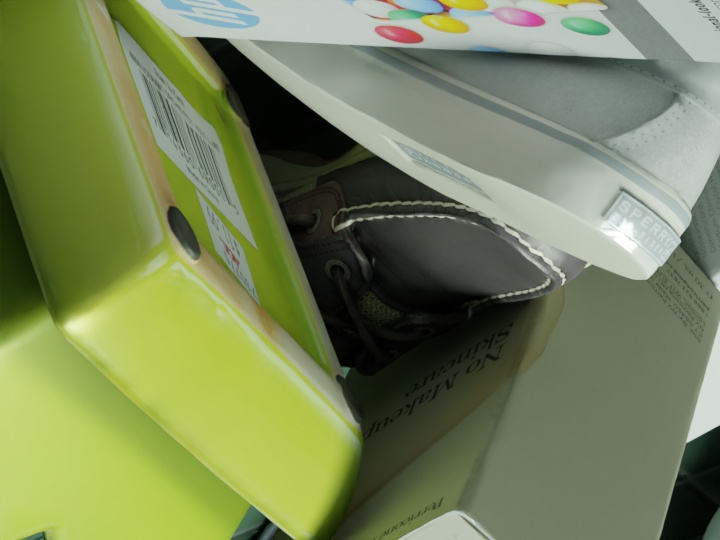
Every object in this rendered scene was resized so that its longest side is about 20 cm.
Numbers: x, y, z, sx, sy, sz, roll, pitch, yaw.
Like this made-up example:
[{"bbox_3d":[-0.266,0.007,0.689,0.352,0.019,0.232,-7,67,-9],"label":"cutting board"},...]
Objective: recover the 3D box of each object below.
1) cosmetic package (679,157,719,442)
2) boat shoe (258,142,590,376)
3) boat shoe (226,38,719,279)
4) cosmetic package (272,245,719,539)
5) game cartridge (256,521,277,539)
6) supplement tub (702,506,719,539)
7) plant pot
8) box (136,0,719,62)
[{"bbox_3d":[0.142,-0.015,1.028,0.200,0.074,0.101,-30,147,30],"label":"cosmetic package"},{"bbox_3d":[0.000,0.000,0.909,0.072,0.065,0.200,40,159,-28],"label":"boat shoe"},{"bbox_3d":[0.022,-0.065,0.812,0.072,0.200,0.069,39,84,-41],"label":"boat shoe"},{"bbox_3d":[0.040,0.061,0.916,0.103,0.200,0.073,-35,105,30],"label":"cosmetic package"},{"bbox_3d":[0.041,0.095,1.215,0.133,0.041,0.200,6,146,-25],"label":"game cartridge"},{"bbox_3d":[0.210,0.161,1.289,0.145,0.146,0.200,-10,151,-8],"label":"supplement tub"},{"bbox_3d":[-0.120,0.005,0.831,0.181,0.200,0.200,-27,148,10],"label":"plant pot"},{"bbox_3d":[0.010,-0.096,0.697,0.199,0.041,0.156,7,165,28],"label":"box"}]
